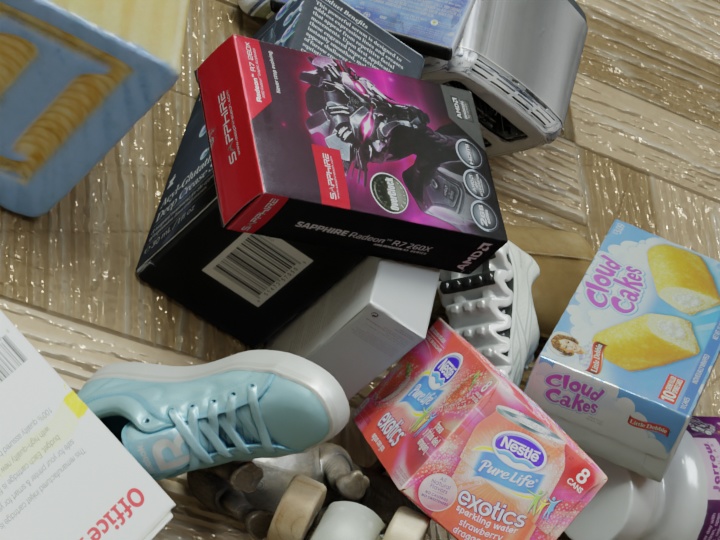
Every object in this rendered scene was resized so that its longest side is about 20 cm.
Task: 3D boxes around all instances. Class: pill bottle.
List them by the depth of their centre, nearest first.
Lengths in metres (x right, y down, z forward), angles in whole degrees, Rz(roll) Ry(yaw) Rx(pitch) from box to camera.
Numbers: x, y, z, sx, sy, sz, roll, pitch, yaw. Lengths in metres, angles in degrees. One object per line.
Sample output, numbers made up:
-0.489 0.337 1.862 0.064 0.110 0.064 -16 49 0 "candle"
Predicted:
0.241 0.163 1.803 0.200 0.112 0.112 4 58 -40 "pill bottle"

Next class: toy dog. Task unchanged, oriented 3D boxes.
-0.033 0.223 1.523 0.132 0.096 0.200 42 84 14 "toy dog"

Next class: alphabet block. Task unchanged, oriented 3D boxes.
-0.234 -0.190 1.590 0.196 0.195 0.200 27 45 -26 "alphabet block"

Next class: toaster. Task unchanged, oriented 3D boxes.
0.090 -0.176 1.895 0.200 0.114 0.129 36 54 -43 "toaster"

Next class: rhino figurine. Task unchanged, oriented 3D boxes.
-0.028 0.143 1.609 0.200 0.060 0.087 11 10 -37 "rhino figurine"

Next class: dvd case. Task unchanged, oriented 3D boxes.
0.031 -0.252 1.832 0.142 0.018 0.200 16 57 11 "dvd case"

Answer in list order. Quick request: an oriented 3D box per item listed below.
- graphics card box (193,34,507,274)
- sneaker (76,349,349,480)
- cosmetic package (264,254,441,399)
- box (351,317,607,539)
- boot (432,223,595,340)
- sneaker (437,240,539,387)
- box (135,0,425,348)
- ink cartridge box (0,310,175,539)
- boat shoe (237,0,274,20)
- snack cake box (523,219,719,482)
-0.005 -0.073 1.584 0.200 0.051 0.126 12 52 -35 "graphics card box"
-0.102 0.102 1.500 0.082 0.200 0.074 -54 128 -46 "sneaker"
0.000 0.000 1.684 0.052 0.151 0.200 34 44 -19 "cosmetic package"
0.074 0.115 1.587 0.103 0.095 0.200 42 2 -13 "box"
0.091 -0.030 1.857 0.200 0.066 0.175 8 68 -37 "boot"
0.095 0.068 1.752 0.081 0.075 0.200 24 68 -49 "sneaker"
-0.054 -0.075 1.693 0.107 0.148 0.200 34 43 -18 "box"
-0.230 0.122 1.439 0.200 0.083 0.145 48 41 -2 "ink cartridge box"
-0.016 -0.220 1.896 0.200 0.072 0.062 -21 81 -49 "boat shoe"
0.201 0.055 1.766 0.115 0.067 0.200 24 37 8 "snack cake box"
